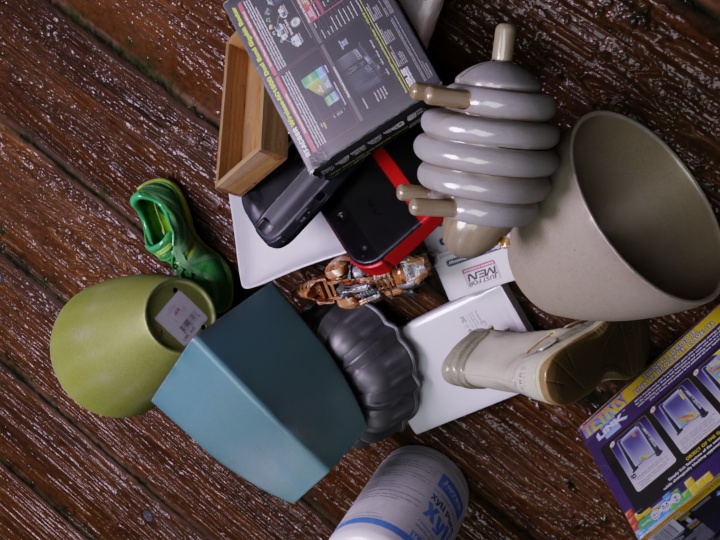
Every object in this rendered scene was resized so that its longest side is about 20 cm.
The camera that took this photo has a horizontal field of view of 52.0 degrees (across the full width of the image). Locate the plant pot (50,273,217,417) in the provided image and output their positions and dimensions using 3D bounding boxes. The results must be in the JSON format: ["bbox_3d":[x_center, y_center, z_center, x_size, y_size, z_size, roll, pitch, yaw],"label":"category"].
[{"bbox_3d":[-0.266,0.079,0.932,0.200,0.187,0.188,-24,97,48],"label":"plant pot"}]

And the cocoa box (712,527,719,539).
[{"bbox_3d":[0.405,0.215,0.682,0.133,0.200,0.131,39,122,-20],"label":"cocoa box"}]

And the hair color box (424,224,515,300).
[{"bbox_3d":[0.110,-0.078,0.810,0.100,0.060,0.201,-20,98,32],"label":"hair color box"}]

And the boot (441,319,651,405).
[{"bbox_3d":[0.200,0.085,0.784,0.154,0.199,0.073,-4,99,52],"label":"boot"}]

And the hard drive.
[{"bbox_3d":[0.117,0.107,0.891,0.199,0.027,0.132,-29,94,29],"label":"hard drive"}]

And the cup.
[{"bbox_3d":[0.228,-0.031,0.716,0.201,0.200,0.143,51,138,1],"label":"cup"}]

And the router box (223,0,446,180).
[{"bbox_3d":[-0.022,-0.210,0.712,0.149,0.062,0.201,-30,80,15],"label":"router box"}]

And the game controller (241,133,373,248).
[{"bbox_3d":[-0.049,-0.118,0.787,0.200,0.042,0.104,-46,43,13],"label":"game controller"}]

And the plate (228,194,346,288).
[{"bbox_3d":[-0.070,-0.097,0.869,0.199,0.032,0.201,-19,73,29],"label":"plate"}]

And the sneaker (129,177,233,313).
[{"bbox_3d":[-0.242,-0.024,0.976,0.074,0.084,0.201,-30,94,29],"label":"sneaker"}]

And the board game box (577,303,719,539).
[{"bbox_3d":[0.321,0.150,0.701,0.057,0.165,0.200,38,107,-17],"label":"board game box"}]

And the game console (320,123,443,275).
[{"bbox_3d":[0.023,-0.113,0.775,0.177,0.031,0.200,-42,59,15],"label":"game console"}]

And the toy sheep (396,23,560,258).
[{"bbox_3d":[0.106,-0.107,0.632,0.137,0.138,0.201,15,111,19],"label":"toy sheep"}]

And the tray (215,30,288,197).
[{"bbox_3d":[-0.115,-0.191,0.809,0.098,0.037,0.201,-28,55,46],"label":"tray"}]

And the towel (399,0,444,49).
[{"bbox_3d":[0.017,-0.311,0.758,0.191,0.032,0.201,36,120,32],"label":"towel"}]

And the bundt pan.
[{"bbox_3d":[-0.027,0.135,0.916,0.201,0.076,0.203,15,117,31],"label":"bundt pan"}]

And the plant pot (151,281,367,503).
[{"bbox_3d":[-0.102,0.151,0.844,0.200,0.141,0.141,45,130,5],"label":"plant pot"}]

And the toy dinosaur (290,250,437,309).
[{"bbox_3d":[0.000,0.000,0.840,0.199,0.136,0.103,9,115,30],"label":"toy dinosaur"}]

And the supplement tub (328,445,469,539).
[{"bbox_3d":[0.047,0.317,0.896,0.131,0.200,0.133,8,111,22],"label":"supplement tub"}]
